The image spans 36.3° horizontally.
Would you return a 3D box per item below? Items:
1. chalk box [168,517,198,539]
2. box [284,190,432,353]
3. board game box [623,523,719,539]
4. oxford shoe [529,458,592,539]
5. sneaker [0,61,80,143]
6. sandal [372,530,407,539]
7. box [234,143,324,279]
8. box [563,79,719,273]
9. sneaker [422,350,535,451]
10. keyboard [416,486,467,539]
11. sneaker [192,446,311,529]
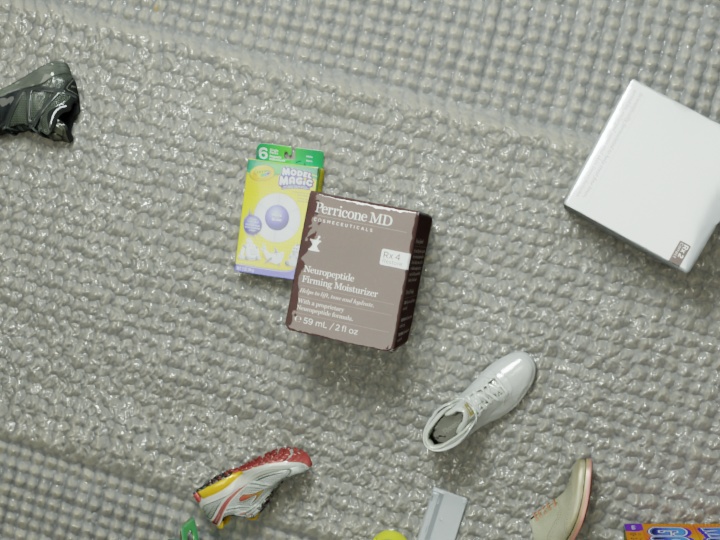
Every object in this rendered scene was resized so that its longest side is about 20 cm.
[{"bbox_3d":[-0.257,0.484,1.675,0.122,0.124,0.203,4,93,11],"label":"chalk box"},{"bbox_3d":[0.000,0.000,1.603,0.164,0.164,0.202,11,93,10],"label":"box"},{"bbox_3d":[0.470,0.472,1.507,0.197,0.200,0.203,-2,92,10],"label":"board game box"},{"bbox_3d":[0.287,0.363,1.607,0.073,0.071,0.202,19,94,12],"label":"oxford shoe"},{"bbox_3d":[-0.529,-0.236,1.742,0.198,0.076,0.115,-27,80,5],"label":"sneaker"},{"bbox_3d":[0.000,0.485,1.655,0.079,0.087,0.201,30,98,7],"label":"sandal"},{"bbox_3d":[-0.122,-0.091,1.685,0.116,0.048,0.203,7,91,10],"label":"box"},{"bbox_3d":[0.416,-0.129,1.540,0.199,0.131,0.200,30,96,8],"label":"box"},{"bbox_3d":[0.174,0.196,1.601,0.200,0.116,0.074,-42,82,7],"label":"sneaker"},{"bbox_3d":[0.108,0.433,1.673,0.056,0.011,0.202,17,95,5],"label":"keyboard"},{"bbox_3d":[-0.157,0.333,1.692,0.199,0.078,0.083,-27,90,19],"label":"sneaker"}]
